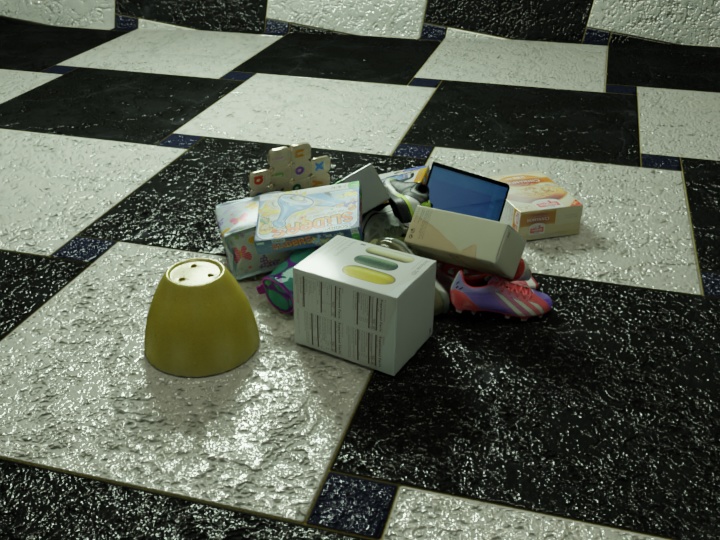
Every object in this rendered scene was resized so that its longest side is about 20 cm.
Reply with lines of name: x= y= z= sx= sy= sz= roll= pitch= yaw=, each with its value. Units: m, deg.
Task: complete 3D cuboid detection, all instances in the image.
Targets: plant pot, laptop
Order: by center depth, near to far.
plant pot: x=-0.275 y=0.064 z=1.410 sx=0.198 sy=0.143 sz=0.201 roll=0 pitch=29 yaw=0
laptop: x=0.203 y=-0.119 z=1.708 sx=0.176 sy=0.104 sz=0.200 roll=17 pitch=31 yaw=7

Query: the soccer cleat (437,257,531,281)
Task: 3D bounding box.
soccer cleat: x=0.234 y=-0.009 z=1.594 sx=0.199 sy=0.069 sz=0.085 roll=7 pitch=-9 yaw=36

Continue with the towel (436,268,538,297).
towel: x=0.236 y=0.006 z=1.643 sx=0.198 sy=0.023 sz=0.144 roll=-5 pitch=30 yaw=-10

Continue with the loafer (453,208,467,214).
loafer: x=0.197 y=-0.132 z=1.857 sx=0.070 sy=0.069 sz=0.201 roll=12 pitch=16 yaw=-26

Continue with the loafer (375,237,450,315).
loafer: x=0.082 y=0.014 z=1.545 sx=0.069 sy=0.076 sz=0.200 roll=-27 pitch=53 yaw=-27

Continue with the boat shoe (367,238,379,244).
boat shoe: x=-0.001 y=0.001 z=1.609 sx=0.063 sy=0.073 sz=0.200 roll=42 pitch=35 yaw=9

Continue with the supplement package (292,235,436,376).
supplement package: x=0.008 y=0.054 z=1.419 sx=0.198 sy=0.152 sz=0.152 roll=16 pitch=32 yaw=26

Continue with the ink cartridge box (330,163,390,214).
ink cartridge box: x=-0.027 y=-0.148 z=1.736 sx=0.146 sy=0.084 sz=0.200 roll=-30 pitch=5 yaw=-3

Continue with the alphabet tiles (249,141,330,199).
alphabet tiles: x=-0.151 y=-0.177 z=1.787 sx=0.194 sy=0.202 sz=0.015 roll=-18 pitch=39 yaw=-28

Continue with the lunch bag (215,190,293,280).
lunch bag: x=-0.183 y=-0.077 z=1.689 sx=0.198 sy=0.128 sz=0.170 roll=-17 pitch=29 yaw=-10

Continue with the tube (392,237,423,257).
tube: x=0.161 y=-0.048 z=1.718 sx=0.198 sy=0.052 sz=0.059 roll=-2 pitch=68 yaw=-16

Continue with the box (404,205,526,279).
box: x=0.192 y=-0.054 z=1.526 sx=0.199 sy=0.078 sz=0.095 roll=15 pitch=-10 yaw=38

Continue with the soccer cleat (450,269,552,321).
soccer cleat: x=0.260 y=0.042 z=1.507 sx=0.198 sy=0.077 sz=0.067 roll=4 pitch=28 yaw=-9

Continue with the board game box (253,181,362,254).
board game box: x=-0.096 y=-0.100 z=1.556 sx=0.198 sy=0.035 sz=0.136 roll=-8 pitch=44 yaw=7

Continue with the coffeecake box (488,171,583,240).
coffeecake box: x=0.382 y=-0.148 z=1.869 sx=0.152 sy=0.074 sz=0.200 roll=-7 pitch=30 yaw=-15

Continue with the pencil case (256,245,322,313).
pencil case: x=-0.099 y=-0.014 z=1.558 sx=0.092 sy=0.086 sz=0.200 roll=22 pitch=54 yaw=28

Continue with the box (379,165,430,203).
box: x=0.061 y=-0.194 z=1.940 sx=0.198 sy=0.042 sz=0.119 roll=-7 pitch=24 yaw=17

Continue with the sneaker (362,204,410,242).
sneaker: x=0.076 y=-0.087 z=1.748 sx=0.114 sy=0.076 sz=0.200 roll=13 pitch=25 yaw=24

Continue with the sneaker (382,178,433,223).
sneaker: x=0.102 y=-0.147 z=1.697 sx=0.082 sy=0.072 sz=0.200 roll=-23 pitch=25 yaw=-1
